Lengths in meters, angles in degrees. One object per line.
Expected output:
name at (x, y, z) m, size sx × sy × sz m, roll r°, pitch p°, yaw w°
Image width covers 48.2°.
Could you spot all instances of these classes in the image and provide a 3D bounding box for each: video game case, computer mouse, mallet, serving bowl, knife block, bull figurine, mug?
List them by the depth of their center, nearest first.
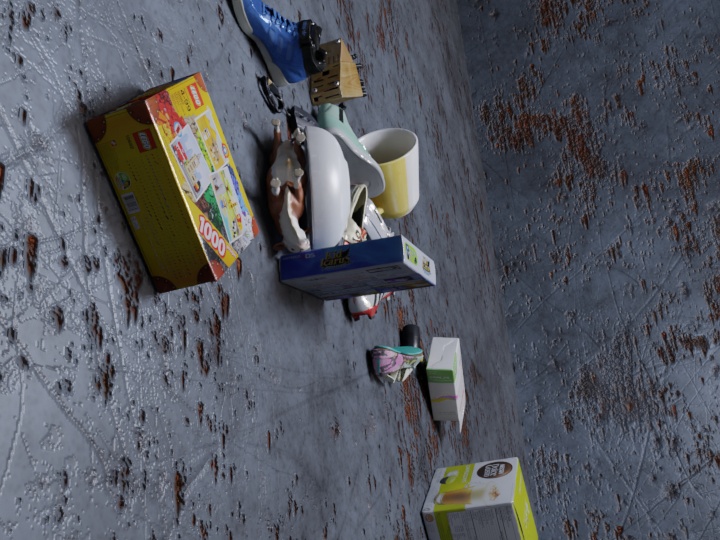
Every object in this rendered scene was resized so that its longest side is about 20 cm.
bull figurine at (-0.108, -0.127, 1.205) m, size 0.122 × 0.064 × 0.202 m, roll 99°, pitch -15°, yaw -57°
video game case at (0.000, 0.000, 1.256) m, size 0.181 × 0.197 × 0.046 m, roll 32°, pitch 52°, yaw -66°
serving bowl at (-0.052, -0.128, 1.278) m, size 0.200 × 0.065 × 0.204 m, roll 177°, pitch -90°, yaw -85°
computer mouse at (-0.112, -0.270, 1.362) m, size 0.200 × 0.034 × 0.060 m, roll 39°, pitch 43°, yaw -63°
knife block at (-0.035, -0.363, 1.614) m, size 0.176 × 0.063 × 0.202 m, roll 55°, pitch 29°, yaw -50°
mug at (0.043, -0.187, 1.686) m, size 0.150 × 0.185 × 0.155 m, roll 48°, pitch -22°, yaw 50°
mallet at (0.134, 0.205, 1.821) m, size 0.201 × 0.041 × 0.066 m, roll 67°, pitch 21°, yaw -44°

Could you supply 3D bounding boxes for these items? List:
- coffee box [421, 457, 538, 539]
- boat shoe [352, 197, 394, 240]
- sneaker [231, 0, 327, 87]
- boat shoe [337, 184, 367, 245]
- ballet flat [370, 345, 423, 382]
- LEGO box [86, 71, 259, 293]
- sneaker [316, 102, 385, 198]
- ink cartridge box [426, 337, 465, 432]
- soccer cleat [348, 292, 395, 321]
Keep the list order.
coffee box at (0.262, 0.545, 1.722) m, size 0.200 × 0.195 × 0.203 m, roll -44°, pitch 120°, yaw -70°
boat shoe at (0.042, -0.059, 1.609) m, size 0.067 × 0.073 × 0.201 m, roll -52°, pitch 137°, yaw -22°
sneaker at (-0.121, -0.390, 1.287) m, size 0.201 × 0.110 × 0.077 m, roll 60°, pitch 25°, yaw -43°
boat shoe at (-0.019, -0.072, 1.478) m, size 0.071 × 0.062 × 0.202 m, roll 57°, pitch 28°, yaw -53°
ballet flat at (0.069, 0.186, 1.596) m, size 0.200 × 0.068 × 0.072 m, roll 13°, pitch 84°, yaw -67°
LEGO box at (-0.201, -0.099, 0.899) m, size 0.149 × 0.076 × 0.202 m, roll -64°, pitch 138°, yaw -63°
sneaker at (-0.015, -0.234, 1.538) m, size 0.201 × 0.073 × 0.119 m, roll 48°, pitch 26°, yaw -42°
ink cartridge box at (0.203, 0.272, 1.896) m, size 0.118 × 0.066 × 0.202 m, roll -69°, pitch 153°, yaw -53°
soccer cleat at (0.020, 0.024, 1.530) m, size 0.200 × 0.068 × 0.086 m, roll -49°, pitch 129°, yaw -63°
